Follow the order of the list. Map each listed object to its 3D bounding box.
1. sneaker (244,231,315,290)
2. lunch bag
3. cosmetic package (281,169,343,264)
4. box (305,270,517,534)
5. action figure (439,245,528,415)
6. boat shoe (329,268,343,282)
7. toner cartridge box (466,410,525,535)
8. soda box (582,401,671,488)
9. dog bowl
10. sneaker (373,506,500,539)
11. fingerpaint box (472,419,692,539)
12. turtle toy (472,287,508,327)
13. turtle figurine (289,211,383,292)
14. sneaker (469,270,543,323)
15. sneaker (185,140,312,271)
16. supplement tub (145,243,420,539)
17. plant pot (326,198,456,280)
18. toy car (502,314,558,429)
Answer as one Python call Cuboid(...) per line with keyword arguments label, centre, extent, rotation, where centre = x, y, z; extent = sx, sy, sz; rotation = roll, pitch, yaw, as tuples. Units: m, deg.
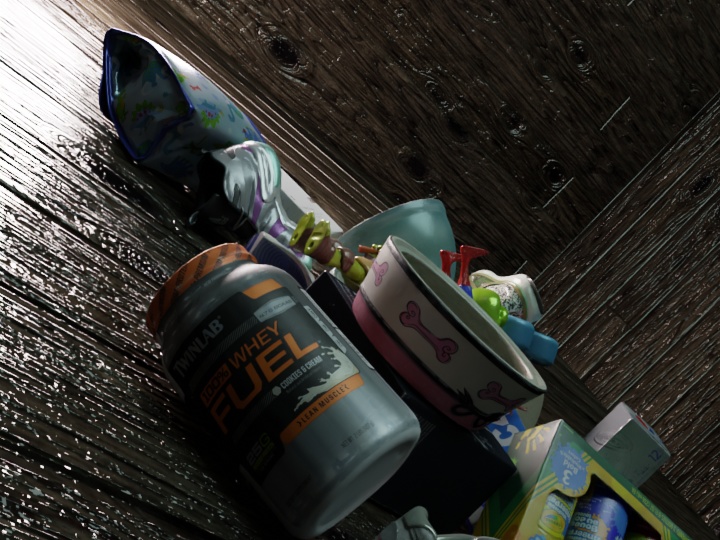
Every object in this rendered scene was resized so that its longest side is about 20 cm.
Cuboid(label="sneaker", centre=(-0.060, 0.042, 1.111), extent=(0.199, 0.081, 0.115), rotation=(40, 0, -16))
Cuboid(label="lunch bag", centre=(-0.233, -0.203, 1.267), extent=(0.170, 0.127, 0.201), rotation=(29, 27, -57))
Cuboid(label="cosmetic package", centre=(-0.129, -0.095, 1.376), extent=(0.200, 0.081, 0.113), rotation=(46, 11, 8))
Cuboid(label="box", centre=(0.023, 0.127, 0.964), extent=(0.182, 0.104, 0.200), rotation=(38, 11, -39))
Cuboid(label="action figure", centre=(0.128, 0.083, 1.088), extent=(0.098, 0.202, 0.065), rotation=(13, -12, -28))
Cuboid(label="boat shoe", centre=(0.003, 0.060, 1.322), extent=(0.200, 0.060, 0.076), rotation=(39, 30, -40))
Cuboid(label="toner cartridge box", centre=(0.131, 0.185, 1.083), extent=(0.043, 0.094, 0.201), rotation=(73, -4, -45))
Cuboid(label="soda box", centre=(0.248, 0.244, 1.124), extent=(0.063, 0.200, 0.068), rotation=(43, 10, -3))
Cuboid(label="dog bowl", centre=(0.075, 0.062, 0.922), extent=(0.200, 0.074, 0.200), rotation=(43, 9, -8))
Cuboid(label="sneaker", centre=(0.084, 0.243, 0.715), extent=(0.200, 0.099, 0.078), rotation=(41, 9, -22))
Cuboid(label="fingerpaint box", centre=(0.208, 0.270, 0.944), extent=(0.200, 0.073, 0.167), rotation=(43, 53, -13))
Cuboid(label="turtle toy", centre=(0.078, 0.074, 1.188), extent=(0.101, 0.199, 0.146), rotation=(47, 31, -20))
Cuboid(label="turtle figurine", centre=(0.000, 0.000, 1.091), extent=(0.161, 0.065, 0.200), rotation=(33, 13, -25))
Cuboid(label="sneaker", centre=(0.157, 0.044, 1.348), extent=(0.200, 0.088, 0.078), rotation=(-11, -86, 67))
Cuboid(label="sneaker", centre=(-0.142, -0.051, 1.171), extent=(0.139, 0.078, 0.201), rotation=(-12, 77, -48))
Cuboid(label="supplement tub", centre=(-0.061, 0.083, 0.735), extent=(0.200, 0.123, 0.122), rotation=(46, 9, 18))
Cuboid(label="plant pot", centre=(0.062, 0.003, 1.492), extent=(0.135, 0.199, 0.200), rotation=(64, 15, 16))
Cuboid(label="toy car", centre=(0.120, 0.142, 1.283), extent=(0.199, 0.186, 0.177), rotation=(15, -8, 33))
